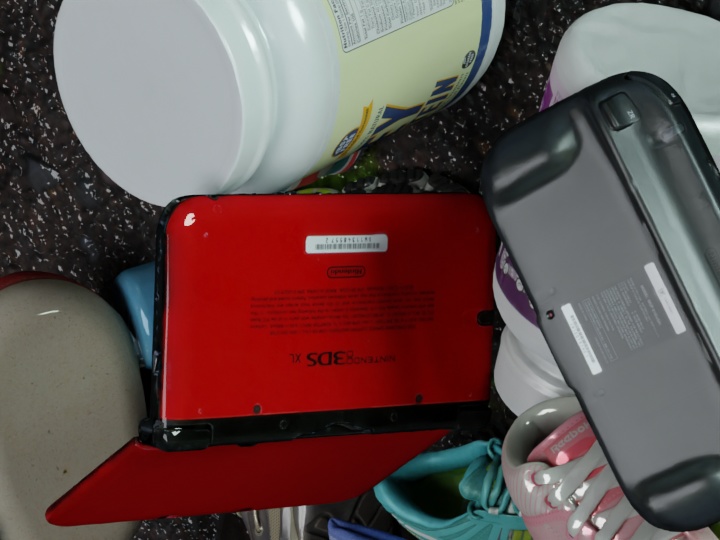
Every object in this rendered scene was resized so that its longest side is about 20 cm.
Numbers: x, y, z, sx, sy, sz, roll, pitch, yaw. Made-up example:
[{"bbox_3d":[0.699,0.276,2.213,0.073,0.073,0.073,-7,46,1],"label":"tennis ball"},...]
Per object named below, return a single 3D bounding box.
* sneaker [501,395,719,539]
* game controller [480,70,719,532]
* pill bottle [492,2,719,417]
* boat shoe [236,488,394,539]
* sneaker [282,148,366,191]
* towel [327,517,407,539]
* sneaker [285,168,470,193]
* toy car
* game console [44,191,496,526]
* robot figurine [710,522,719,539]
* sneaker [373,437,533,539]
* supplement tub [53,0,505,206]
[{"bbox_3d":[0.125,0.126,1.369,0.105,0.075,0.200,62,171,-32],"label":"sneaker"},{"bbox_3d":[0.130,0.015,1.323,0.104,0.042,0.200,-27,86,30],"label":"game controller"},{"bbox_3d":[0.126,-0.018,1.429,0.112,0.112,0.200,33,128,26],"label":"pill bottle"},{"bbox_3d":[-0.030,0.128,1.675,0.073,0.074,0.200,18,113,48],"label":"boat shoe"},{"bbox_3d":[-0.089,-0.116,1.586,0.200,0.093,0.070,45,133,16],"label":"sneaker"},{"bbox_3d":[0.059,0.227,1.631,0.147,0.024,0.200,17,137,35],"label":"towel"},{"bbox_3d":[0.000,0.000,1.593,0.200,0.077,0.085,0,130,42],"label":"sneaker"},{"bbox_3d":[-0.203,0.074,1.758,0.200,0.184,0.177,-151,48,-65],"label":"toy car"},{"bbox_3d":[-0.045,0.044,1.469,0.119,0.200,0.173,8,98,51],"label":"game console"},{"bbox_3d":[0.230,0.083,1.382,0.175,0.116,0.200,25,126,17],"label":"robot figurine"},{"bbox_3d":[0.091,0.123,1.532,0.200,0.080,0.078,-5,63,42],"label":"sneaker"},{"bbox_3d":[-0.039,-0.120,1.463,0.145,0.200,0.145,19,122,34],"label":"supplement tub"}]
